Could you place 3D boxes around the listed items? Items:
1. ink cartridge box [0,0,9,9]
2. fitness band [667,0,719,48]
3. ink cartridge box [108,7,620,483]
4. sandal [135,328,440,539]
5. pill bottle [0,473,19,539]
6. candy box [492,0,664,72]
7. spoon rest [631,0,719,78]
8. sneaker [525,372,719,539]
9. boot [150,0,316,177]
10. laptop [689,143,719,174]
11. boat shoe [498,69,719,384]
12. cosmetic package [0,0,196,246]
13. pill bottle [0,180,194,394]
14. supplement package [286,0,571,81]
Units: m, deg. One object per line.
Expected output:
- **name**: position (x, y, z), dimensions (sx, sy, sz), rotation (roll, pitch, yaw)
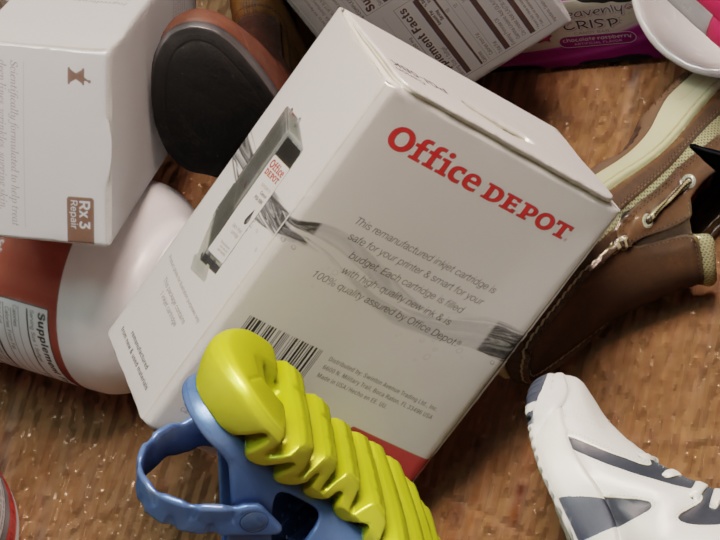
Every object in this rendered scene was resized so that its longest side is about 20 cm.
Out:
- **ink cartridge box**: position (-0.205, -0.209, 1.568), dimensions (0.199, 0.084, 0.146), rotation (24, 67, 29)
- **fitness band**: position (0.217, -0.161, 1.298), dimensions (0.144, 0.037, 0.200), rotation (-40, 72, -22)
- **ink cartridge box**: position (0.000, 0.000, 1.263), dimensions (0.200, 0.146, 0.083), rotation (-53, 33, 16)
- **sandal**: position (-0.030, 0.110, 1.231), dimensions (0.087, 0.200, 0.080), rotation (-34, 31, 15)
- **pill bottle**: position (-0.250, 0.092, 1.304), dimensions (0.115, 0.200, 0.116), rotation (-9, 54, 12)
- **candy box**: position (0.113, -0.207, 1.475), dimensions (0.136, 0.061, 0.201), rotation (-5, 55, 16)
- **spoon rest**: position (0.228, -0.166, 1.362), dimensions (0.199, 0.061, 0.100), rotation (-30, 62, -12)
- **sneaker**: position (0.162, 0.115, 1.227), dimensions (0.129, 0.080, 0.200), rotation (-23, 53, 0)
- **boot**: position (-0.053, -0.134, 1.402), dimensions (0.068, 0.188, 0.201), rotation (-16, 54, 22)
- **laptop**: position (0.282, -0.056, 1.257), dimensions (0.187, 0.116, 0.200), rotation (18, 51, 27)
- **boat shoe**: position (0.142, -0.017, 1.329), dimensions (0.075, 0.075, 0.202), rotation (31, 70, 26)
- **cosmetic package**: position (-0.134, -0.095, 1.342), dimensions (0.074, 0.102, 0.200), rotation (5, 21, 8)
- **pill bottle**: position (-0.152, -0.001, 1.391), dimensions (0.199, 0.112, 0.112), rotation (14, 62, 26)
- **supplement package**: position (0.000, -0.203, 1.380), dimensions (0.111, 0.156, 0.200), rotation (-31, 47, 10)
